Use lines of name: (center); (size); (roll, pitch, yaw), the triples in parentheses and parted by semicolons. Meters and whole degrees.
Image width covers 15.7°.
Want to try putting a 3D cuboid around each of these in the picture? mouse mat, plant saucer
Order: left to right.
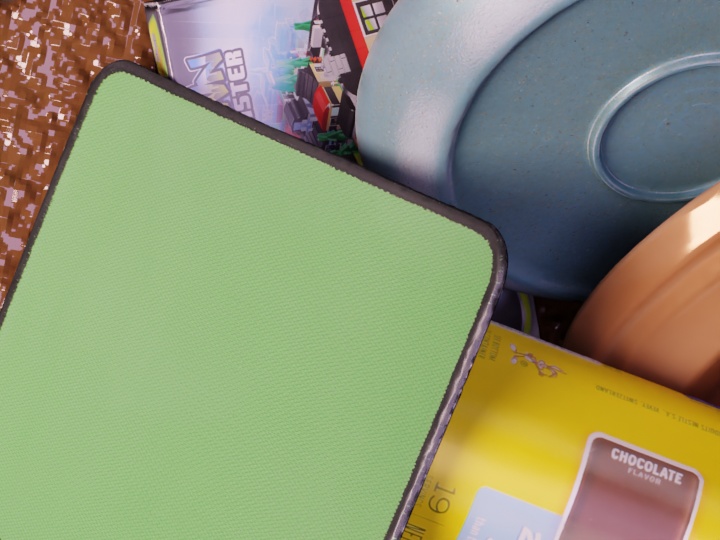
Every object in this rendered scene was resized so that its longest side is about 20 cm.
mouse mat: (-0.049, 0.034, 0.793); (0.008, 0.199, 0.162); (19, 95, -45)
plant saucer: (0.098, -0.050, 0.791); (0.198, 0.201, 0.028); (-4, 52, -12)
plant saucer: (0.160, 0.004, 0.830); (0.199, 0.200, 0.038); (-21, 66, -10)

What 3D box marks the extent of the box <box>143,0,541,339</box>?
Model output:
box: (0.000, 0.000, 0.872); (0.109, 0.035, 0.202); (-12, 98, -11)

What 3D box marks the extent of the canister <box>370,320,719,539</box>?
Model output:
canister: (0.092, 0.104, 0.802); (0.199, 0.087, 0.149); (21, 133, -2)
